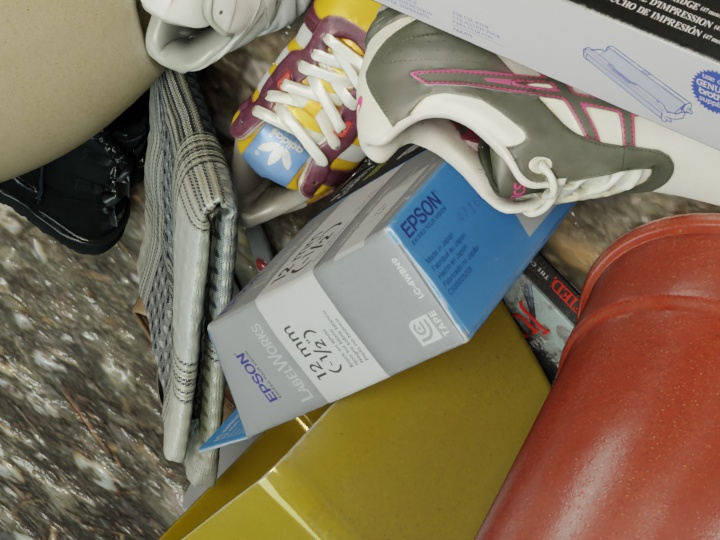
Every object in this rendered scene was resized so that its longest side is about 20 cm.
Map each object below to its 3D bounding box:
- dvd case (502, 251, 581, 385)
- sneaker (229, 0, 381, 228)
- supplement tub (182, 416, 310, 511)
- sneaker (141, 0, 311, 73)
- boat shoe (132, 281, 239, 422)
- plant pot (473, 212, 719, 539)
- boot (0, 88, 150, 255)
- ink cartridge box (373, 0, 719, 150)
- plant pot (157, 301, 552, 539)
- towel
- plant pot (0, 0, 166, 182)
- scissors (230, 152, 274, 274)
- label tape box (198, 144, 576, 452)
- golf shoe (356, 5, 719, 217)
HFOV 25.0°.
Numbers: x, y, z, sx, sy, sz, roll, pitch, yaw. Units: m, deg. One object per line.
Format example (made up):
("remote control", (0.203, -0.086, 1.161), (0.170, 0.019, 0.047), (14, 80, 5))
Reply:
("dvd case", (0.071, 0.029, 0.898), (0.200, 0.022, 0.146), (44, 150, -7))
("sneaker", (-0.013, -0.083, 0.780), (0.075, 0.090, 0.200), (39, 150, 4))
("supplement tub", (-0.003, 0.176, 1.045), (0.200, 0.145, 0.144), (45, 150, -10))
("sneaker", (-0.058, -0.155, 0.731), (0.078, 0.099, 0.201), (34, 149, 12))
("boat shoe", (-0.103, 0.073, 1.104), (0.072, 0.072, 0.201), (10, 137, 42))
("plant pot", (0.145, 0.113, 0.725), (0.199, 0.195, 0.202), (24, 140, 21))
("boot", (-0.212, -0.099, 1.011), (0.197, 0.074, 0.163), (33, 152, 2))
("ink cartridge box", (0.098, -0.113, 0.611), (0.199, 0.094, 0.044), (27, 147, 24))
("plant pot", (0.016, 0.150, 0.842), (0.177, 0.200, 0.200), (48, 135, -2))
("towel", (-0.102, -0.011, 0.883), (0.193, 0.034, 0.201), (-112, 23, -49))
("plant pot", (-0.169, -0.142, 0.823), (0.133, 0.201, 0.201), (-4, 137, 7))
("scissors", (-0.063, 0.003, 1.026), (0.073, 0.014, 0.201), (13, 141, 43))
("label tape box", (0.000, 0.000, 0.779), (0.199, 0.143, 0.066), (-25, 107, 44))
("golf shoe", (0.092, -0.054, 0.675), (0.198, 0.089, 0.077), (19, 154, -1))
